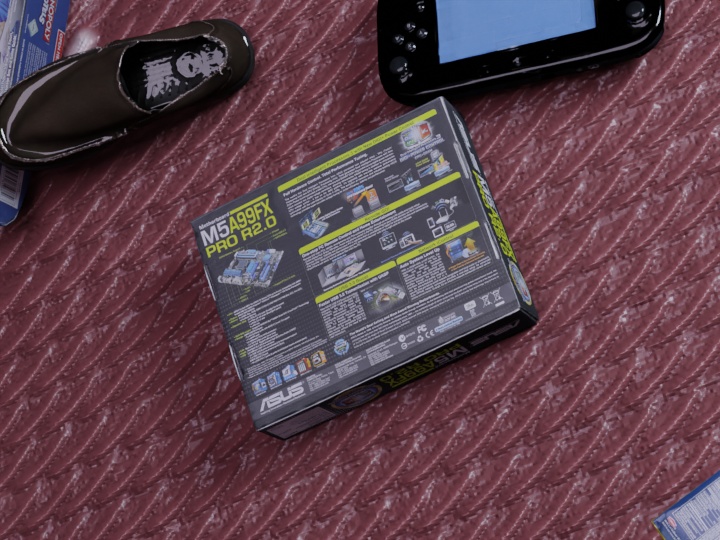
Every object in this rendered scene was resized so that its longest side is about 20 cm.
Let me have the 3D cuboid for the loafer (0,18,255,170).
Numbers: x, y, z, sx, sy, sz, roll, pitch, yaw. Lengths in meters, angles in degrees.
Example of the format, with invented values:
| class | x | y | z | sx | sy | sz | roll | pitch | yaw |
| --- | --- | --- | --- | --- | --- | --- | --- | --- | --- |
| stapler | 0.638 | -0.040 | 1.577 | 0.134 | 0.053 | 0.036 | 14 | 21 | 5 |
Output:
| class | x | y | z | sx | sy | sz | roll | pitch | yaw |
| --- | --- | --- | --- | --- | --- | --- | --- | --- | --- |
| loafer | -0.172 | -0.130 | 1.410 | 0.199 | 0.071 | 0.073 | -24 | 89 | 1 |

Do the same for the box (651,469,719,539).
| class | x | y | z | sx | sy | sz | roll | pitch | yaw |
| --- | --- | --- | --- | --- | --- | --- | --- | --- | --- |
| box | 0.256 | 0.210 | 1.170 | 0.064 | 0.070 | 0.201 | -38 | 65 | 10 |

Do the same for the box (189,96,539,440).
| class | x | y | z | sx | sy | sz | roll | pitch | yaw |
| --- | --- | --- | --- | --- | --- | --- | --- | --- | --- |
| box | 0.000 | 0.000 | 1.348 | 0.199 | 0.044 | 0.161 | -26 | 68 | 14 |

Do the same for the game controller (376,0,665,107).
| class | x | y | z | sx | sy | sz | roll | pitch | yaw |
| --- | --- | --- | --- | --- | --- | --- | --- | --- | --- |
| game controller | 0.105 | -0.173 | 1.350 | 0.199 | 0.042 | 0.105 | -11 | 73 | 19 |

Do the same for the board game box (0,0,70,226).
| class | x | y | z | sx | sy | sz | roll | pitch | yaw |
| --- | --- | --- | --- | --- | --- | --- | --- | --- | --- |
| board game box | -0.328 | -0.130 | 1.509 | 0.199 | 0.062 | 0.201 | 3 | 78 | 24 |
